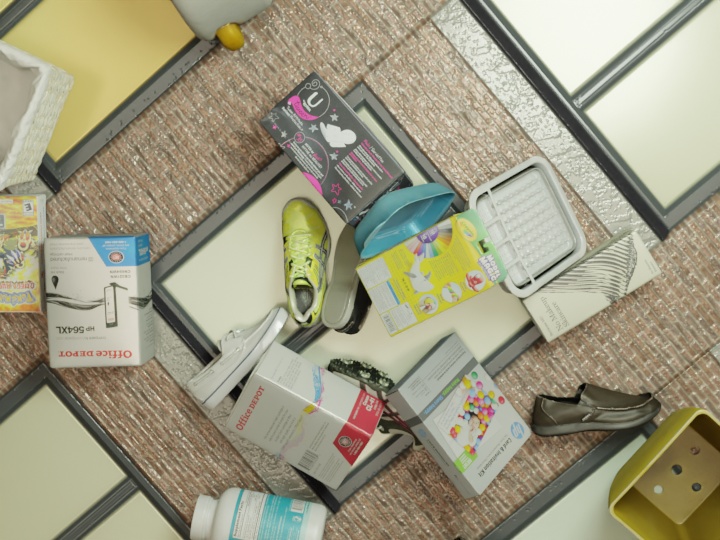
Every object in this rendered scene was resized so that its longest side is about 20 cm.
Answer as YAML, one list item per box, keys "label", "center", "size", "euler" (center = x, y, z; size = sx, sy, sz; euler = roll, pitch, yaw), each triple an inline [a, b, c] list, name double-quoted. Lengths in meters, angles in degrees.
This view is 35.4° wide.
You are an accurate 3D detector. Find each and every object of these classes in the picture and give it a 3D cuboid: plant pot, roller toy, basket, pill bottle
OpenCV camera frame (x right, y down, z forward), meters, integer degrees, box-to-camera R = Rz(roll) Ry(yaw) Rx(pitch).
- label: "plant pot"
  center: [0.489, 0.320, 1.677]
  size: [0.200, 0.176, 0.200]
  euler: [41, 96, -3]
- label: "roller toy"
  center: [-0.224, -0.430, 1.624]
  size: [0.140, 0.200, 0.183]
  euler: [-29, 59, 5]
- label: "basket"
  center: [-0.560, -0.245, 1.665]
  size: [0.200, 0.161, 0.199]
  euler: [24, 96, -1]
- label: "pill bottle"
  center: [-0.158, 0.399, 1.743]
  size: [0.200, 0.111, 0.111]
  euler: [11, 96, 2]

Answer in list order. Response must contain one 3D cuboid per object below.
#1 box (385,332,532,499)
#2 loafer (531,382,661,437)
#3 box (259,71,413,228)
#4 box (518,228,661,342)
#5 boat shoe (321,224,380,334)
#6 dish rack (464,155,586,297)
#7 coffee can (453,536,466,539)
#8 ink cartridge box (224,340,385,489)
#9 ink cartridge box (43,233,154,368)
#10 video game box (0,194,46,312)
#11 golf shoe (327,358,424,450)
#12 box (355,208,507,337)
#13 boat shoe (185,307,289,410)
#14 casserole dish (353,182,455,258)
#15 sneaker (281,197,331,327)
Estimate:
- label: "box"
  center: [0.150, 0.217, 1.701]
  size: [0.156, 0.041, 0.200]
  euler: [-40, 95, -38]
- label: "loafer"
  center: [0.357, 0.206, 1.721]
  size: [0.200, 0.073, 0.072]
  euler: [-9, 96, 3]
- label: "box"
  center: [-0.030, -0.172, 1.652]
  size: [0.115, 0.132, 0.200]
  euler: [-41, 81, 5]
- label: "box"
  center: [0.344, 0.022, 1.704]
  size: [0.200, 0.068, 0.082]
  euler: [-34, 94, 5]
- label: "boat shoe"
  center: [0.000, 0.000, 1.719]
  size: [0.074, 0.060, 0.200]
  euler: [5, 76, 41]
- label: "dish rack"
  center: [0.238, -0.063, 1.665]
  size: [0.200, 0.044, 0.172]
  euler: [-30, 95, -38]
- label: "coffee can"
  center: [0.206, 0.519, 1.723]
  size: [0.200, 0.146, 0.147]
  euler: [29, 96, -1]
- label: "ink cartridge box"
  center: [-0.084, 0.219, 1.705]
  size: [0.200, 0.086, 0.148]
  euler: [31, 131, 0]
- label: "ink cartridge box"
  center: [-0.399, 0.045, 1.728]
  size: [0.146, 0.084, 0.200]
  euler: [-2, 95, 2]
- label: "video game box"
  center: [-0.588, -0.027, 1.748]
  size: [0.200, 0.047, 0.183]
  euler: [0, 98, 2]
- label: "golf shoe"
  center: [0.032, 0.204, 1.734]
  size: [0.200, 0.077, 0.088]
  euler: [27, 102, -1]
- label: "box"
  center: [0.105, 0.000, 1.610]
  size: [0.200, 0.048, 0.118]
  euler: [-27, 89, 25]
- label: "boat shoe"
  center: [-0.191, 0.125, 1.734]
  size: [0.065, 0.074, 0.200]
  euler: [40, 95, -7]
- label: "casserole dish"
  center: [0.060, -0.079, 1.654]
  size: [0.039, 0.200, 0.121]
  euler: [49, 124, 16]
- label: "sneaker"
  center: [-0.081, -0.011, 1.714]
  size: [0.075, 0.076, 0.200]
  euler: [-8, 95, 5]
